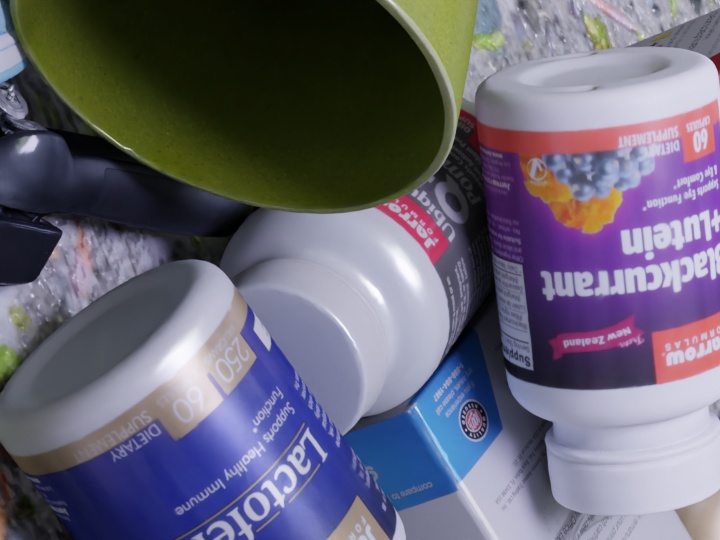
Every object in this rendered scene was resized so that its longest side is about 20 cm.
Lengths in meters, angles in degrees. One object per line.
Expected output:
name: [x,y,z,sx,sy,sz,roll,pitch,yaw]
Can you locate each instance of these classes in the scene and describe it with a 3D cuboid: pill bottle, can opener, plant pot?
pill bottle: [0.000,0.000,1.177,0.111,0.111,0.200,59,32,-13]
can opener: [-0.124,-0.039,1.106,0.063,0.079,0.200,39,21,27]
pill bottle: [0.117,0.005,1.167,0.111,0.111,0.200,-29,116,-54]
plant pot: [-0.021,-0.159,1.058,0.187,0.187,0.200,43,53,-31]
pill bottle: [-0.052,0.104,1.064,0.200,0.116,0.116,54,38,-19]

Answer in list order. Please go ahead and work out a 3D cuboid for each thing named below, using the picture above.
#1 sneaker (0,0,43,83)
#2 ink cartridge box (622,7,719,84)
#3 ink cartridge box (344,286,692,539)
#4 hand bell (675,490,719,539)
sneaker: [-0.191,-0.120,0.988,0.200,0.079,0.131,-50,148,-57]
ink cartridge box: [0.143,-0.024,1.313,0.145,0.200,0.145,57,36,-17]
ink cartridge box: [0.075,0.123,1.246,0.200,0.084,0.145,58,37,-12]
hand bell: [0.164,0.201,1.345,0.104,0.104,0.200,41,56,-32]
